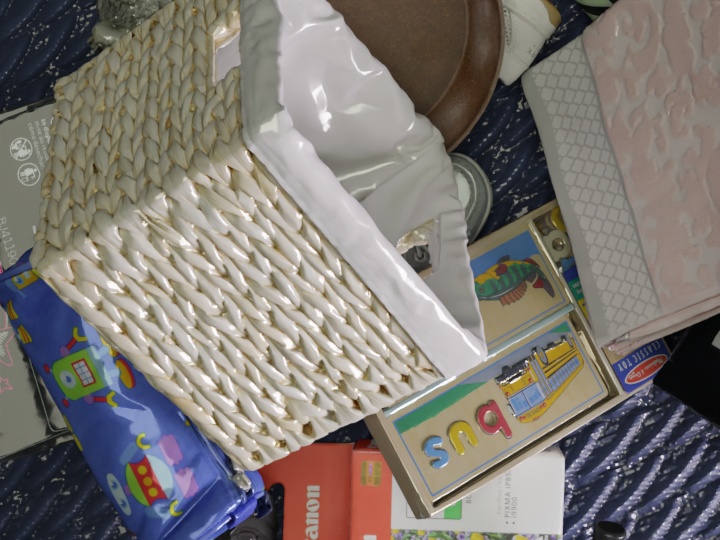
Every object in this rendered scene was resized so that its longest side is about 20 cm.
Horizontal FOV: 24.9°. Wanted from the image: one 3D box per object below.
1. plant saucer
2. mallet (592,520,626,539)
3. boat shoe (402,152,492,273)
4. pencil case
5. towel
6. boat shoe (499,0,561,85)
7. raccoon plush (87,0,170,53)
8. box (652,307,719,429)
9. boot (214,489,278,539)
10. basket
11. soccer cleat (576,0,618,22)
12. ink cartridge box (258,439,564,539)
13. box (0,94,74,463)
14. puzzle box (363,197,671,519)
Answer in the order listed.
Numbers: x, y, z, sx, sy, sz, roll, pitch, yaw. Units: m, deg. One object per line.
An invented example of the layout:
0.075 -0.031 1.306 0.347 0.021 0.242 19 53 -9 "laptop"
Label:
-0.015 -0.138 0.967 0.200 0.035 0.201 -3 122 -5 "plant saucer"
0.142 0.241 1.005 0.066 0.041 0.200 17 118 -3 "mallet"
-0.002 -0.001 1.029 0.202 0.065 0.074 -35 90 2 "boat shoe"
-0.128 0.070 0.919 0.087 0.078 0.200 -28 93 32 "pencil case"
0.180 -0.071 0.946 0.032 0.191 0.200 0 69 -36 "towel"
0.026 -0.185 1.021 0.200 0.071 0.069 32 96 3 "boat shoe"
-0.079 -0.130 1.022 0.134 0.097 0.200 -31 90 11 "raccoon plush"
0.300 0.065 0.957 0.200 0.104 0.148 33 92 -29 "box"
-0.155 0.217 1.031 0.158 0.079 0.211 16 77 22 "boot"
-0.052 -0.034 0.889 0.161 0.198 0.200 -30 125 19 "basket"
0.161 -0.183 1.008 0.200 0.081 0.068 39 93 -1 "soccer cleat"
0.027 0.165 1.039 0.200 0.050 0.109 2 92 2 "ink cartridge box"
-0.184 0.000 1.015 0.132 0.115 0.200 -17 93 2 "box"
0.087 0.048 1.005 0.200 0.025 0.133 -29 91 -22 "puzzle box"
